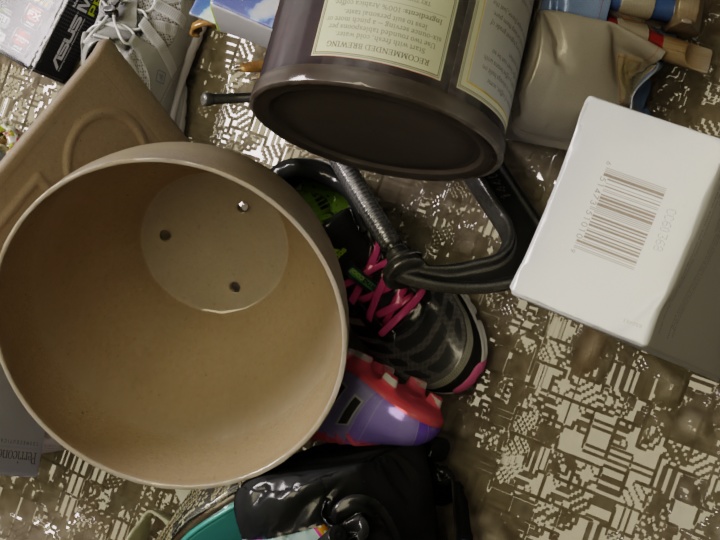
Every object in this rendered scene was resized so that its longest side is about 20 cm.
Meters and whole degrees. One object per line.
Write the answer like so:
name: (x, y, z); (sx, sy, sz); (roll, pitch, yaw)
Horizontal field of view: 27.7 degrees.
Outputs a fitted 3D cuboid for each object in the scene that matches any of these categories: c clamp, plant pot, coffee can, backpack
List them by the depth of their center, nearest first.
coffee can: (0.031, -0.170, 0.837); (0.146, 0.146, 0.201); (8, 76, 25)
plant pot: (-0.099, 0.008, 0.858); (0.199, 0.135, 0.201); (2, 113, 6)
backpack: (-0.007, 0.209, 0.880); (0.126, 0.167, 0.201); (-6, 93, 31)
c clamp: (0.018, -0.052, 0.904); (0.200, 0.170, 0.027); (54, 144, 30)

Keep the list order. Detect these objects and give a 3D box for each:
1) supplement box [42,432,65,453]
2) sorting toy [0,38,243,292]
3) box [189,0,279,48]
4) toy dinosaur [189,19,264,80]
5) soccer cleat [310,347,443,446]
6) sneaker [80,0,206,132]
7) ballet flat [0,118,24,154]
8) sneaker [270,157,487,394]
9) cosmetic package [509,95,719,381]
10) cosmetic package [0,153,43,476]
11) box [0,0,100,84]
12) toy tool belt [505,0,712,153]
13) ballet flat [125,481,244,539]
supplement box: (-0.230, 0.064, 1.036); (0.199, 0.073, 0.127); (-10, 78, 23)
sorting toy: (-0.165, -0.015, 0.927); (0.036, 0.185, 0.200); (3, 51, 41)
box: (-0.002, -0.186, 0.943); (0.199, 0.048, 0.122); (24, 79, 9)
toy dinosaur: (-0.053, -0.184, 0.991); (0.199, 0.060, 0.107); (3, 110, 3)
soccer cleat: (-0.019, 0.083, 0.909); (0.200, 0.067, 0.077); (23, 87, 54)
sneaker: (-0.157, -0.168, 1.032); (0.074, 0.082, 0.201); (-2, 81, 24)
ballet flat: (-0.297, -0.033, 1.035); (0.075, 0.064, 0.200); (0, 42, 40)
sneaker: (0.000, 0.000, 0.933); (0.074, 0.087, 0.200); (-43, 68, 13)
cosmetic package: (0.164, -0.011, 0.798); (0.081, 0.200, 0.113); (23, 89, 24)
cosmetic package: (-0.254, 0.028, 0.942); (0.081, 0.113, 0.201); (3, 83, 26)
box: (-0.270, -0.257, 1.119); (0.200, 0.044, 0.161); (31, 96, 25)
toy tool belt: (0.160, -0.161, 0.884); (0.122, 0.125, 0.201); (15, 93, -12)
ballet flat: (-0.120, 0.182, 0.978); (0.200, 0.068, 0.075); (-49, 51, 13)
